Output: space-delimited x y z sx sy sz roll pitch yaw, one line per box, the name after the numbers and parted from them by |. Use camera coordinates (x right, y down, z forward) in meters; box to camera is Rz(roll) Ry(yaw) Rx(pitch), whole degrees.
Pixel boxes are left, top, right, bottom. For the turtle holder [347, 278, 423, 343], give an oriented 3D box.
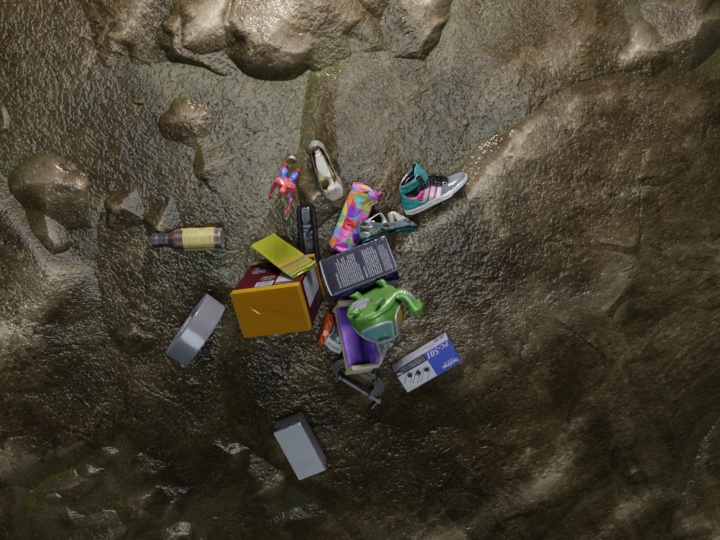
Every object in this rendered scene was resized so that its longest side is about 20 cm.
0.061 0.107 1.475 0.184 0.141 0.133 -33 112 -6 | turtle holder

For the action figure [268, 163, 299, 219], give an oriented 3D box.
-0.202 -0.208 1.468 0.064 0.201 0.101 20 109 -9 | action figure

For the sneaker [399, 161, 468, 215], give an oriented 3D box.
0.188 -0.249 1.539 0.197 0.084 0.122 -27 119 9 | sneaker

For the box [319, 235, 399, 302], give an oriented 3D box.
0.000 0.000 1.564 0.196 0.148 0.106 -22 78 3 | box

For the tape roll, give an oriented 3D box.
-0.468 0.168 1.595 0.066 0.201 0.201 36 105 -15 | tape roll

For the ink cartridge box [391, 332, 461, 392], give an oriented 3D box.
0.205 0.288 1.753 0.198 0.044 0.095 -31 110 8 | ink cartridge box

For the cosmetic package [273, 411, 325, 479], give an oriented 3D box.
-0.195 0.569 1.825 0.100 0.074 0.203 -21 108 5 | cosmetic package

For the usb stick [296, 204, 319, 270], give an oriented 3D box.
-0.149 -0.087 1.606 0.054 0.033 0.204 -6 110 -8 | usb stick

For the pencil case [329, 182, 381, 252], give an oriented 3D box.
-0.017 -0.144 1.563 0.087 0.089 0.203 21 110 -10 | pencil case

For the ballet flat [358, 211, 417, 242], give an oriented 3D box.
0.077 -0.129 1.554 0.197 0.074 0.076 -14 116 -36 | ballet flat

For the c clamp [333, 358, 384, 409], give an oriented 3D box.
-0.008 0.353 1.747 0.198 0.027 0.171 35 138 -4 | c clamp

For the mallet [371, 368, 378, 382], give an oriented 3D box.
0.032 0.213 1.602 0.065 0.041 0.205 0 80 35 | mallet

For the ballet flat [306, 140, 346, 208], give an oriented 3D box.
-0.092 -0.253 1.524 0.067 0.075 0.203 -23 110 3 | ballet flat

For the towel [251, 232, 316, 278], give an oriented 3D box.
-0.211 -0.044 1.529 0.085 0.199 0.018 -28 134 -32 | towel

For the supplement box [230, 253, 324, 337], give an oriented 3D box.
-0.222 0.067 1.550 0.193 0.201 0.135 -7 114 13 | supplement box

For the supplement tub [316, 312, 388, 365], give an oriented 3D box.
-0.024 0.207 1.671 0.197 0.123 0.124 22 108 -11 | supplement tub

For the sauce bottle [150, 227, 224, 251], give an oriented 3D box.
-0.483 -0.087 1.573 0.195 0.065 0.066 -1 111 -3 | sauce bottle

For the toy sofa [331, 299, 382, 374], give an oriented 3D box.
-0.012 0.179 1.560 0.081 0.098 0.204 -3 67 -24 | toy sofa

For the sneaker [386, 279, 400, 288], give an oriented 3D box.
0.068 0.083 1.607 0.097 0.201 0.080 -1 68 7 | sneaker
